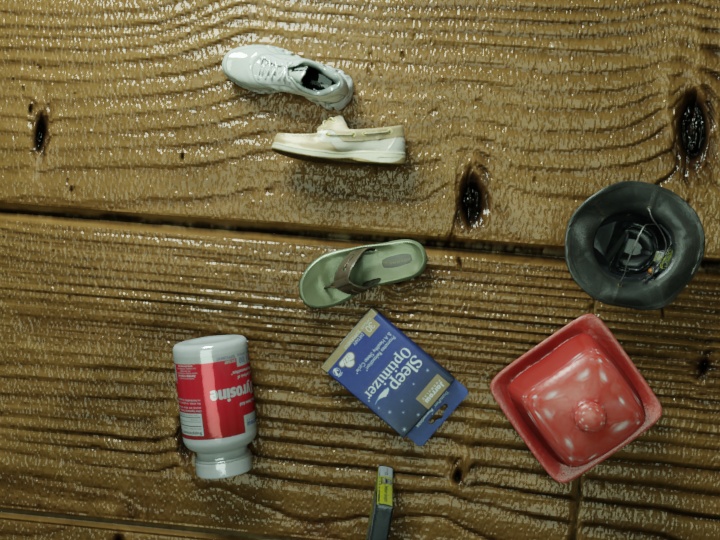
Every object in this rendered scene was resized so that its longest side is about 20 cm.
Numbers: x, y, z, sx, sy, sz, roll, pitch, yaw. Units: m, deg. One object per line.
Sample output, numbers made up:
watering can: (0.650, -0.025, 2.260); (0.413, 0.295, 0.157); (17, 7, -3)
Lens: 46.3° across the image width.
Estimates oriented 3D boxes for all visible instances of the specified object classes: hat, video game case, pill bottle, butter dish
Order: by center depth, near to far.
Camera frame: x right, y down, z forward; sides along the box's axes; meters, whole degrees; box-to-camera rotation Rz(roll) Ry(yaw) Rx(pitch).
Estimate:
butter dish: (0.318, 0.195, 1.208); (0.200, 0.148, 0.200); (-36, 90, 6)
hat: (0.387, -0.040, 1.223); (0.200, 0.081, 0.201); (0, 100, -2)
video game case: (0.020, 0.406, 1.224); (0.025, 0.181, 0.200); (10, 94, 1)
pill bottle: (-0.215, 0.202, 1.262); (0.112, 0.112, 0.200); (-6, 94, 4)

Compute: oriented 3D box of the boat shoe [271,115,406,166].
boat shoe: (-0.031, -0.194, 1.248); (0.200, 0.074, 0.069); (4, 91, -6)

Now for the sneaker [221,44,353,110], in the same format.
sneaker: (-0.110, -0.291, 1.240); (0.200, 0.081, 0.075); (13, 96, 4)

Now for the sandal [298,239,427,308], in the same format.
sandal: (0.000, -0.001, 1.261); (0.201, 0.057, 0.080); (-19, 92, 5)

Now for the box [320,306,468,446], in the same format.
box: (0.055, 0.165, 1.282); (0.200, 0.032, 0.121); (40, 95, 0)
